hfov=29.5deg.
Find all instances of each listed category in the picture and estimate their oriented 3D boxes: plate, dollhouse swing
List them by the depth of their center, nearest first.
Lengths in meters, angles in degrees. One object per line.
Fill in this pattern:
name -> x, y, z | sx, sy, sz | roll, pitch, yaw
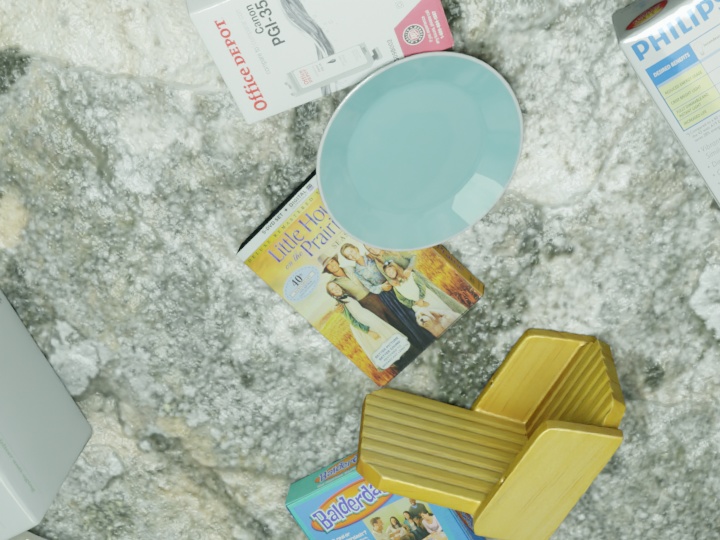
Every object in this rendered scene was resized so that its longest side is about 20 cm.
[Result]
plate -> 0.052, -0.109, 1.235 | 0.198, 0.026, 0.202 | -11, 125, -15
dollhouse swing -> 0.115, 0.125, 1.260 | 0.175, 0.200, 0.182 | 29, 112, -8

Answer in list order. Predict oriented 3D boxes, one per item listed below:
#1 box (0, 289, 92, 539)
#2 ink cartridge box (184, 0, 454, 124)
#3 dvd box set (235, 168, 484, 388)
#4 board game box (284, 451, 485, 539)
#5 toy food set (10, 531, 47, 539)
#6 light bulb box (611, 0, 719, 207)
box -> -0.399, 0.155, 1.326 | 0.170, 0.200, 0.200 | -26, 106, 13
ink cartridge box -> -0.037, -0.227, 1.160 | 0.199, 0.083, 0.147 | -21, 142, 5
dvd box set -> 0.000, 0.000, 1.317 | 0.200, 0.029, 0.146 | 43, 109, -12
board game box -> 0.038, 0.277, 1.415 | 0.151, 0.045, 0.201 | -27, 107, 15
toy food set -> -0.376, 0.368, 1.492 | 0.143, 0.061, 0.201 | 24, 120, -5
light bulb box -> 0.348, -0.178, 1.162 | 0.197, 0.125, 0.201 | -32, 105, 17
